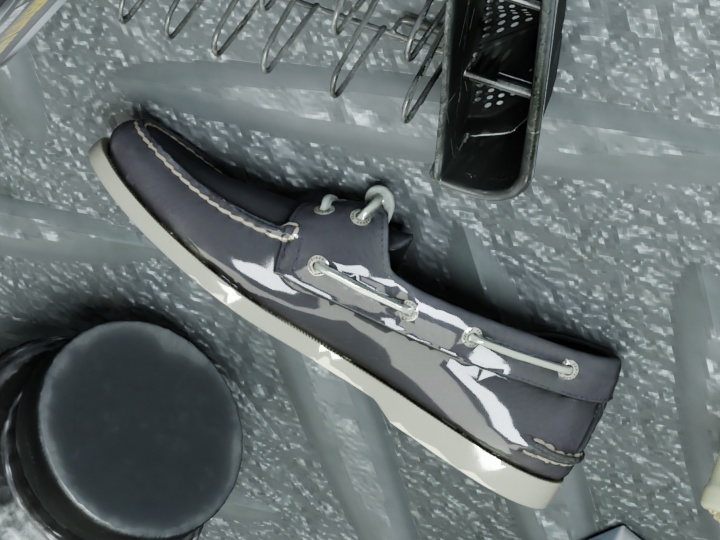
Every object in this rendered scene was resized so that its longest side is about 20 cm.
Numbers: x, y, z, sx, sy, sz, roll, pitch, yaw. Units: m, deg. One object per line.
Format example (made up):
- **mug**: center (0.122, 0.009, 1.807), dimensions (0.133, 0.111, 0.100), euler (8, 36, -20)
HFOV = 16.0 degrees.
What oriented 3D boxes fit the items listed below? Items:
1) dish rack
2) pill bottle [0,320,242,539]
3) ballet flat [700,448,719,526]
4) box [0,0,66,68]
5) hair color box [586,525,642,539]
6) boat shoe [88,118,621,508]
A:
- **dish rack**: center (-0.029, -0.113, 0.738), dimensions (0.199, 0.055, 0.154), euler (21, 144, 14)
- **pill bottle**: center (-0.129, 0.092, 1.022), dimensions (0.112, 0.112, 0.200), euler (38, 144, -13)
- **ballet flat**: center (0.177, 0.123, 0.879), dimensions (0.069, 0.070, 0.200), euler (-8, 131, 42)
- **box**: center (-0.159, -0.068, 0.754), dimensions (0.048, 0.158, 0.200), euler (59, 159, -3)
- **hair color box**: center (0.139, 0.200, 0.974), dimensions (0.200, 0.099, 0.061), euler (38, 145, -13)
- **boat shoe**: center (0.000, 0.000, 0.877), dimensions (0.200, 0.073, 0.063), euler (36, 103, 0)
